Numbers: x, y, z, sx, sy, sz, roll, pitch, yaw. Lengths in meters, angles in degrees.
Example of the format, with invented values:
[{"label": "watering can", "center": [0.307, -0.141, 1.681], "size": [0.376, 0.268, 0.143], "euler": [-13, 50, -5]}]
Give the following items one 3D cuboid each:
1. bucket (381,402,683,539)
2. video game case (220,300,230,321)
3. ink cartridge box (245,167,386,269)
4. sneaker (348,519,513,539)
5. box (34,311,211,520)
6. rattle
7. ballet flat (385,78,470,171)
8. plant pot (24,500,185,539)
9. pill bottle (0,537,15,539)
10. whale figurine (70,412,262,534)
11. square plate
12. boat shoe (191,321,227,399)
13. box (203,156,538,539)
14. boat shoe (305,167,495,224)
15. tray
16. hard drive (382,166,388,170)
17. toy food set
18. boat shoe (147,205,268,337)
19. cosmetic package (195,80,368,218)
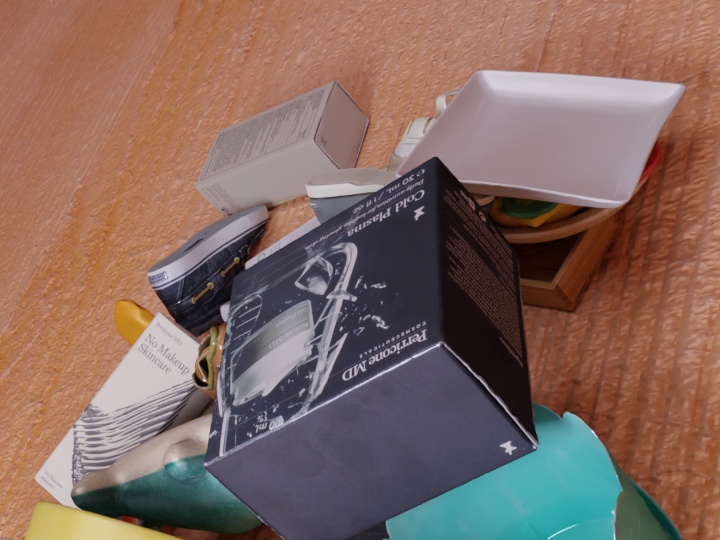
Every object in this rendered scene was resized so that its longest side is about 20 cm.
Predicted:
[{"label": "bucket", "center": [0.117, 0.209, 0.844], "size": [0.206, 0.135, 0.209], "euler": [-29, 36, 24]}, {"label": "video game case", "center": [0.000, 0.000, 1.151], "size": [0.198, 0.022, 0.182], "euler": [-9, 14, 39]}, {"label": "ink cartridge box", "center": [-0.033, 0.011, 1.316], "size": [0.199, 0.043, 0.198], "euler": [-32, 33, 17]}, {"label": "sneaker", "center": [0.028, 0.216, 0.994], "size": [0.199, 0.073, 0.113], "euler": [-31, 38, 24]}, {"label": "box", "center": [-0.219, 0.147, 1.237], "size": [0.082, 0.068, 0.201], "euler": [33, 84, 18]}, {"label": "rattle", "center": [-0.228, 0.154, 1.288], "size": [0.129, 0.143, 0.201], "euler": [9, 57, 45]}, {"label": "ballet flat", "center": [0.073, -0.130, 1.219], "size": [0.067, 0.063, 0.200], "euler": [1, 30, 37]}, {"label": "plant pot", "center": [-0.202, 0.310, 1.054], "size": [0.199, 0.200, 0.192], "euler": [-1, 66, 47]}, {"label": "pill bottle", "center": [-0.311, 0.313, 1.149], "size": [0.110, 0.200, 0.112], "euler": [-28, 36, 23]}, {"label": "whale figurine", "center": [-0.156, 0.197, 1.147], "size": [0.197, 0.105, 0.159], "euler": [-16, -13, -11]}, {"label": "square plate", "center": [0.154, -0.110, 1.066], "size": [0.195, 0.029, 0.200], "euler": [9, 38, 25]}, {"label": "boat shoe", "center": [-0.118, 0.082, 1.152], "size": [0.200, 0.067, 0.073], "euler": [124, 150, -65]}, {"label": "box", "center": [0.009, 0.060, 0.901], "size": [0.198, 0.124, 0.198], "euler": [-29, 34, 23]}, {"label": "boat shoe", "center": [0.037, -0.052, 1.111], "size": [0.198, 0.063, 0.072], "euler": [5, 24, 39]}, {"label": "tray", "center": [0.137, -0.024, 1.169], "size": [0.199, 0.037, 0.099], "euler": [10, 61, 51]}, {"label": "hard drive", "center": [0.070, -0.089, 1.246], "size": [0.199, 0.027, 0.131], "euler": [-31, 25, -25]}, {"label": "toy food set", "center": [0.168, -0.095, 1.123], "size": [0.199, 0.049, 0.197], "euler": [-35, 35, -20]}, {"label": "boat shoe", "center": [-0.161, 0.001, 1.454], "size": [0.070, 0.092, 0.200], "euler": [-13, 18, 39]}, {"label": "cosmetic package", "center": [-0.095, -0.140, 1.522], "size": [0.198, 0.073, 0.105], "euler": [-15, 43, 38]}]
